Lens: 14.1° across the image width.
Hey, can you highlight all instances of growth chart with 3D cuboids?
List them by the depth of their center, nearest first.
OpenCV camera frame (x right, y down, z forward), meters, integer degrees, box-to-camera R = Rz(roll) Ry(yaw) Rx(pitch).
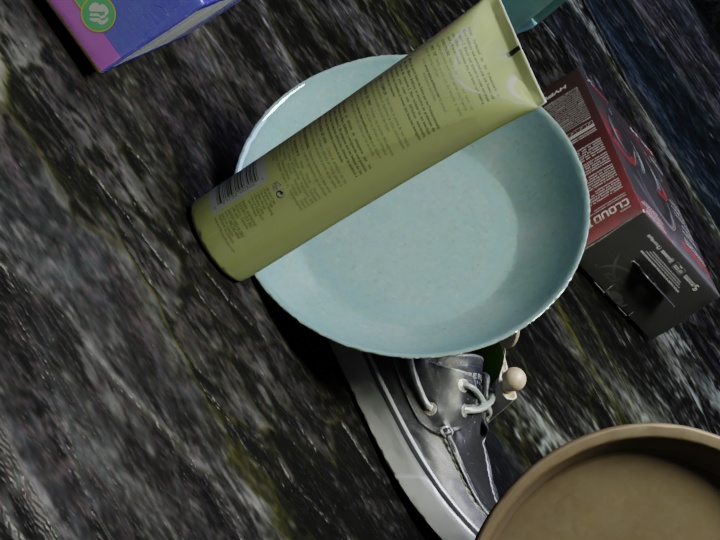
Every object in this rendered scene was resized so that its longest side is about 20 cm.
[{"bbox_3d":[0.055,0.002,1.716,0.145,0.018,0.200,117,-37,-59],"label":"growth chart"}]

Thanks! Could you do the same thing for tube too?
[{"bbox_3d":[0.004,-0.064,1.535,0.058,0.200,0.052,54,17,-8],"label":"tube"}]

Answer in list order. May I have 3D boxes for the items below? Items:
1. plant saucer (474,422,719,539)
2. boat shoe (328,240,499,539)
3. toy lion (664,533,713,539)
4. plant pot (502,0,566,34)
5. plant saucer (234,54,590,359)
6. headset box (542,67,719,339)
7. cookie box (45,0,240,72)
[{"bbox_3d":[0.146,0.177,1.527,0.200,0.200,0.029,54,-4,-11],"label":"plant saucer"},{"bbox_3d":[0.043,0.072,1.638,0.200,0.068,0.072,63,15,21],"label":"boat shoe"},{"bbox_3d":[0.186,0.164,1.640,0.069,0.191,0.200,61,5,15],"label":"toy lion"},{"bbox_3d":[0.140,-0.341,2.700,0.200,0.141,0.141,50,14,2],"label":"plant pot"},{"bbox_3d":[0.027,-0.029,1.630,0.039,0.201,0.201,94,-25,-58],"label":"plant saucer"},{"bbox_3d":[0.216,-0.049,2.441,0.149,0.075,0.200,43,20,-44],"label":"headset box"},{"bbox_3d":[-0.140,-0.206,1.607,0.171,0.075,0.200,55,14,-2],"label":"cookie box"}]
